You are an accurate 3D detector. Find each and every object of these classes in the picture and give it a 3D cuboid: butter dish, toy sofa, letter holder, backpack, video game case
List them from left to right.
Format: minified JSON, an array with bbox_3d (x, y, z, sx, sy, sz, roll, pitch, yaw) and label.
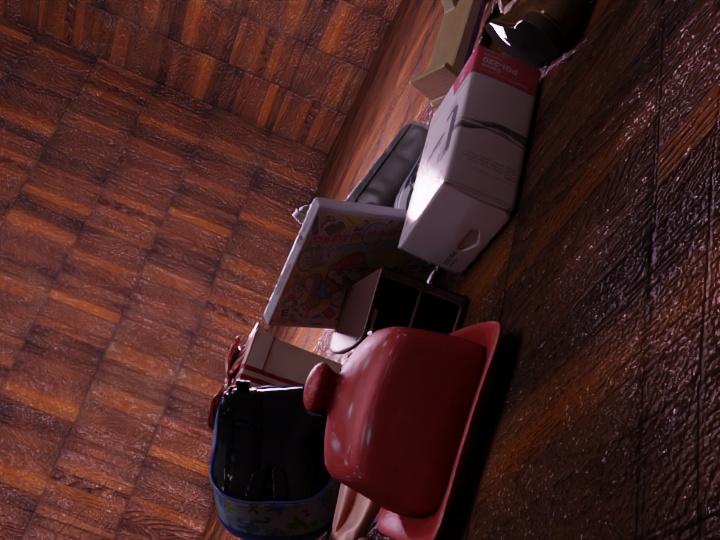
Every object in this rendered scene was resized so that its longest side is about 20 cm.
[{"bbox_3d":[-0.104,0.261,1.259,0.201,0.181,0.148,-86,-4,-54],"label":"backpack"},{"bbox_3d":[0.000,0.000,1.185,0.183,0.198,0.023,-64,37,30],"label":"video game case"},{"bbox_3d":[0.019,0.126,0.863,0.200,0.146,0.201,141,150,-75],"label":"butter dish"},{"bbox_3d":[0.027,0.091,1.079,0.200,0.100,0.144,147,142,-76],"label":"letter holder"},{"bbox_3d":[0.155,-0.346,1.471,0.082,0.097,0.202,-15,49,49],"label":"toy sofa"}]

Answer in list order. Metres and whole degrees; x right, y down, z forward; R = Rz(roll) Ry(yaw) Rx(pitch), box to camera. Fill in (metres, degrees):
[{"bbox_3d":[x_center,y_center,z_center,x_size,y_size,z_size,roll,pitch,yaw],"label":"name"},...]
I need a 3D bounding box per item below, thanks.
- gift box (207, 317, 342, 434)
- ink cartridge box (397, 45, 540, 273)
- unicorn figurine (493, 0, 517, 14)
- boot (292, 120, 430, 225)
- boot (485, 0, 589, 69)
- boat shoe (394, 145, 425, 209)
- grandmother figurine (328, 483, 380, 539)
[{"bbox_3d":[-0.149,0.204,1.642,0.200,0.185,0.186,125,164,-62],"label":"gift box"},{"bbox_3d":[0.119,-0.120,1.060,0.146,0.084,0.202,123,164,-57],"label":"ink cartridge box"},{"bbox_3d":[0.219,-0.425,1.272,0.138,0.073,0.201,-51,32,37],"label":"unicorn figurine"},{"bbox_3d":[0.013,-0.122,1.341,0.181,0.072,0.201,24,81,43],"label":"boot"},{"bbox_3d":[0.196,-0.271,1.056,0.076,0.073,0.200,-50,13,-1],"label":"boot"},{"bbox_3d":[0.099,-0.123,1.236,0.091,0.070,0.202,165,127,-82],"label":"boat shoe"},{"bbox_3d":[-0.017,0.286,1.020,0.121,0.060,0.202,105,-172,-84],"label":"grandmother figurine"}]
